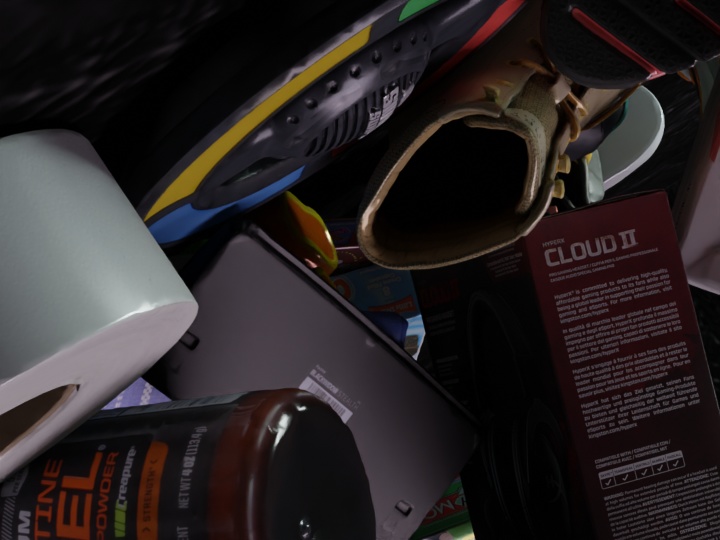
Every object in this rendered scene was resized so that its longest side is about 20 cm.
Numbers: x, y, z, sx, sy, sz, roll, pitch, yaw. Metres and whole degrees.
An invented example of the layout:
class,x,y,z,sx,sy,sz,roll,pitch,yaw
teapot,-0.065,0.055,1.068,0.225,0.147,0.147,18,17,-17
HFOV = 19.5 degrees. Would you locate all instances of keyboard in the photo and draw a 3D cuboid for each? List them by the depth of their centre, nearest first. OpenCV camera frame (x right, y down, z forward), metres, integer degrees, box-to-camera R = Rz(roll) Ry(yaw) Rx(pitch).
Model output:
class,x,y,z,sx,sy,sz,roll,pitch,yaw
keyboard,-0.033,0.058,0.894,0.104,0.040,0.200,-51,133,-4

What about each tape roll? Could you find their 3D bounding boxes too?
class,x,y,z,sx,sy,sz,roll,pitch,yaw
tape roll,-0.152,0.038,0.683,0.202,0.071,0.202,-35,173,-5

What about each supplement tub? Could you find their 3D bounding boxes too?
class,x,y,z,sx,sy,sz,roll,pitch,yaw
supplement tub,-0.101,0.107,0.811,0.199,0.108,0.107,-9,-174,26

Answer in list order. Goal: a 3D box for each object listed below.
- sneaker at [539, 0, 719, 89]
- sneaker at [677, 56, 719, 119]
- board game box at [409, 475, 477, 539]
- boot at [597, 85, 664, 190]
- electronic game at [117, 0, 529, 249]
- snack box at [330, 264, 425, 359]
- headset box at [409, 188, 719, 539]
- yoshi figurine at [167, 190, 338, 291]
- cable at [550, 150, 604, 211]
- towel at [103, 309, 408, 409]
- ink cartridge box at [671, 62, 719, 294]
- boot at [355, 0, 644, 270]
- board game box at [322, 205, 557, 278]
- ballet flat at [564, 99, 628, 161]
class,x,y,z,sx,sy,sz,roll,pitch,yaw
sneaker,0.151,-0.148,0.817,0.200,0.074,0.087,-47,180,12
sneaker,0.223,-0.107,1.113,0.075,0.201,0.092,-2,143,-40
board game box,-0.045,0.120,1.033,0.199,0.135,0.029,-18,128,-21
boot,0.096,-0.044,1.281,0.199,0.074,0.096,-25,156,7
electronic game,-0.008,-0.069,0.776,0.199,0.042,0.200,-35,174,-4
snack box,-0.065,0.053,1.104,0.199,0.037,0.116,-16,162,-10
headset box,0.095,0.058,0.948,0.077,0.201,0.149,-14,178,-19
yoshi figurine,-0.091,0.055,0.984,0.199,0.112,0.112,-29,-175,10
cable,0.107,-0.035,1.151,0.097,0.050,0.201,-34,-149,22
towel,-0.084,0.075,0.910,0.199,0.024,0.145,1,128,-26
ink cartridge box,0.191,-0.045,1.005,0.200,0.067,0.117,-28,136,-84
boot,0.087,-0.083,0.883,0.199,0.073,0.156,-31,-167,20
board game box,0.000,0.000,1.109,0.199,0.020,0.103,-4,156,-31
ballet flat,0.057,-0.059,1.122,0.073,0.073,0.200,-29,175,-45
